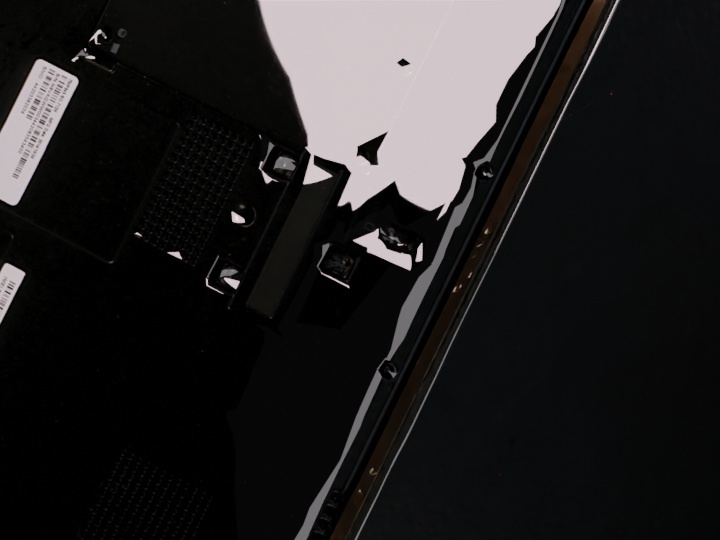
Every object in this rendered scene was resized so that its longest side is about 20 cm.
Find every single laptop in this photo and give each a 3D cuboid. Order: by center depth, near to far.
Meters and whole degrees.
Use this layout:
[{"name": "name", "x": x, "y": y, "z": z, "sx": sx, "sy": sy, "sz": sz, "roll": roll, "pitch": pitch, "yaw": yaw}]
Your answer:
[{"name": "laptop", "x": 0.000, "y": 0.000, "z": 0.487, "sx": 0.199, "sy": 0.103, "sz": 0.178, "roll": 26, "pitch": 90, "yaw": 12}]
